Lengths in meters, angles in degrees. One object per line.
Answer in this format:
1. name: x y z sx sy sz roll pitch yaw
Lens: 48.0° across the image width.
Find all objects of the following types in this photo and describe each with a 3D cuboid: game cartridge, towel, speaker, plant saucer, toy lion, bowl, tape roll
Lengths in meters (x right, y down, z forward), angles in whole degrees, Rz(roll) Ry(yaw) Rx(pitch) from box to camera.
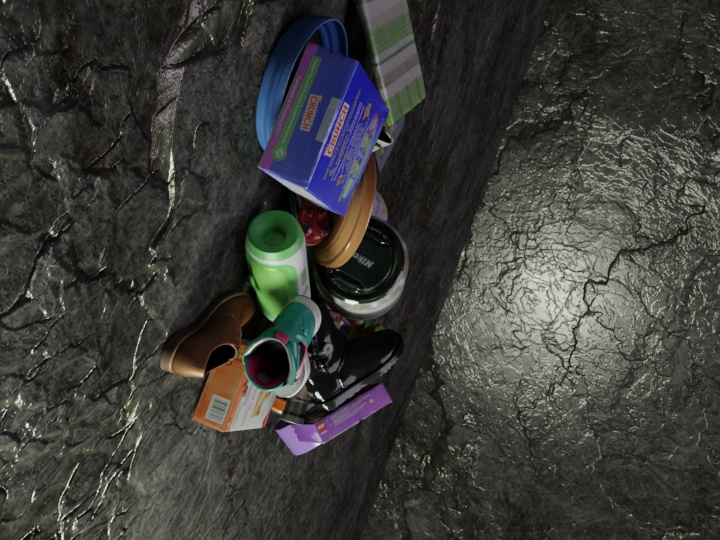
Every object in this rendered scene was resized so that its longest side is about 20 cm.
1. game cartridge: 0.040 -0.274 1.480 0.200 0.040 0.134 66 44 -71
2. towel: 0.044 -0.340 1.244 0.149 0.031 0.201 -45 128 -51
3. speaker: -0.119 0.000 1.186 0.200 0.088 0.089 90 26 -57
4. plant saucer: -0.037 -0.105 1.240 0.200 0.032 0.201 -34 -129 55
5. toy lion: -0.026 0.172 1.502 0.200 0.069 0.192 -46 -166 19
6. bowl: -0.078 -0.239 1.075 0.201 0.039 0.201 22 90 -76
7. tape roll: -0.073 0.279 1.617 0.200 0.066 0.200 -37 -176 3

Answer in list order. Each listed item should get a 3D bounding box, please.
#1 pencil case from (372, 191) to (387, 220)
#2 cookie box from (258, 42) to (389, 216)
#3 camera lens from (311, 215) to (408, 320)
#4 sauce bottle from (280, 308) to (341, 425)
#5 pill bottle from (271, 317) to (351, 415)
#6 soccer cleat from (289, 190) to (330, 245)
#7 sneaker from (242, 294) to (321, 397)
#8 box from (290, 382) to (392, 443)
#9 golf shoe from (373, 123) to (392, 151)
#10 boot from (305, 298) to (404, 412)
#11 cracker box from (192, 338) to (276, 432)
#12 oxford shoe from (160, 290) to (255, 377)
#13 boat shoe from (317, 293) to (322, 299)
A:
1. pencil case: -0.006 -0.119 1.435 0.091 0.083 0.200 -50 165 1
2. cookie box: -0.042 -0.177 1.065 0.172 0.075 0.200 -67 166 -1
3. camera lens: 0.000 0.000 1.395 0.200 0.160 0.160 88 26 -78
4. sauce bottle: -0.087 0.160 1.372 0.066 0.066 0.201 36 68 -76
5. pill bottle: -0.104 0.166 1.456 0.200 0.106 0.106 -64 166 -14
6. soccer cleat: -0.073 -0.136 1.218 0.085 0.068 0.201 -1 -98 62
7. sneaker: -0.120 0.141 1.180 0.121 0.083 0.200 -48 159 -47
8. box: -0.038 0.248 1.408 0.137 0.039 0.200 -28 178 -19
9. golf shoe: 0.006 -0.210 1.321 0.200 0.097 0.078 64 48 -73
10. boot: -0.031 0.112 1.320 0.200 0.076 0.168 -36 118 -22
11. cracker box: -0.181 0.180 1.278 0.200 0.058 0.134 36 74 -76
12. oxford shoe: -0.188 0.092 1.102 0.200 0.071 0.072 -49 155 -57
13. boat shoe: -0.062 0.081 1.583 0.072 0.060 0.202 -20 142 -19
